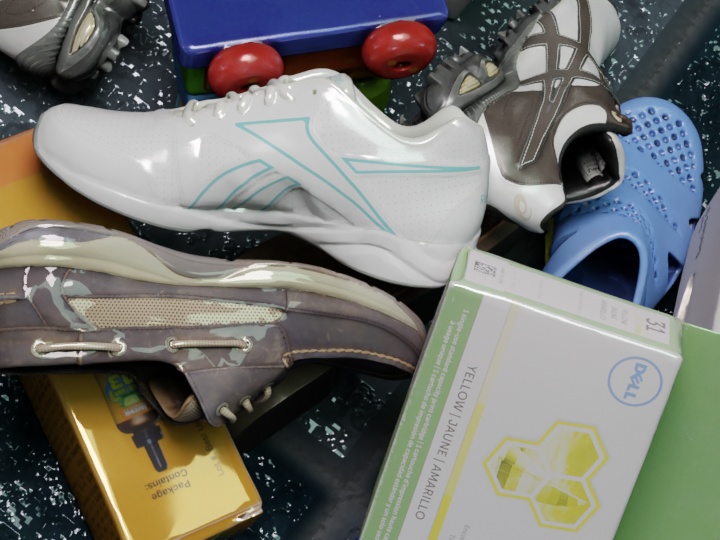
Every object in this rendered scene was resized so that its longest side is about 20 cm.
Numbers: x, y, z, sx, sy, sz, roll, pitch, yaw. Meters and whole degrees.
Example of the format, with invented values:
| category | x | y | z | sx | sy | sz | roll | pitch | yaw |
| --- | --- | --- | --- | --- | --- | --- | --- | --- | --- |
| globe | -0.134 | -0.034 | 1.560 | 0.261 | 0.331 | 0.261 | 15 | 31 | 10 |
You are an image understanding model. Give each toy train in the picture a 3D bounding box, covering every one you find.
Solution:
| category | x | y | z | sx | sy | sz | roll | pitch | yaw |
| --- | --- | --- | --- | --- | --- | --- | --- | --- | --- |
| toy train | 0.008 | -0.109 | 1.154 | 0.200 | 0.116 | 0.085 | -9 | 64 | -12 |

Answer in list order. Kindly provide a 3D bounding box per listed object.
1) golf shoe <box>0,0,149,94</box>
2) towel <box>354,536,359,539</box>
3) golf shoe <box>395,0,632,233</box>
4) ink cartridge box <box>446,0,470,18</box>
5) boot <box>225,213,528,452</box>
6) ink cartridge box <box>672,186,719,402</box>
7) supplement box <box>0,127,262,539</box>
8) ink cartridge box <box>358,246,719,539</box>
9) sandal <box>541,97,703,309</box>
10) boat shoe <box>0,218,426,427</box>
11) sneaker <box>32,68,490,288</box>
| category | x | y | z | sx | sy | sz | roll | pitch | yaw |
| --- | --- | --- | --- | --- | --- | --- | --- | --- | --- |
| golf shoe | -0.119 | -0.184 | 1.168 | 0.094 | 0.078 | 0.200 | 29 | 65 | -5 |
| towel | 0.017 | 0.182 | 1.060 | 0.200 | 0.050 | 0.148 | -23 | 67 | -45 |
| golf shoe | 0.089 | -0.071 | 1.168 | 0.094 | 0.078 | 0.200 | 37 | 37 | 9 |
| ink cartridge box | 0.052 | -0.213 | 1.168 | 0.067 | 0.200 | 0.116 | 12 | 68 | -12 |
| boot | 0.000 | 0.000 | 1.155 | 0.200 | 0.074 | 0.075 | -32 | 74 | -21 |
| ink cartridge box | 0.246 | 0.042 | 1.139 | 0.200 | 0.088 | 0.145 | 19 | 51 | -1 |
| supplement box | -0.118 | 0.036 | 1.108 | 0.066 | 0.069 | 0.200 | -21 | 77 | -21 |
| ink cartridge box | 0.113 | 0.088 | 1.061 | 0.200 | 0.146 | 0.048 | 19 | 24 | 1 |
| sandal | 0.117 | 0.000 | 1.179 | 0.079 | 0.087 | 0.200 | 26 | 65 | -5 |
| boat shoe | -0.070 | 0.031 | 1.057 | 0.200 | 0.074 | 0.073 | 11 | 78 | -18 |
| sneaker | -0.040 | -0.053 | 1.071 | 0.200 | 0.070 | 0.080 | 11 | 110 | -1 |
